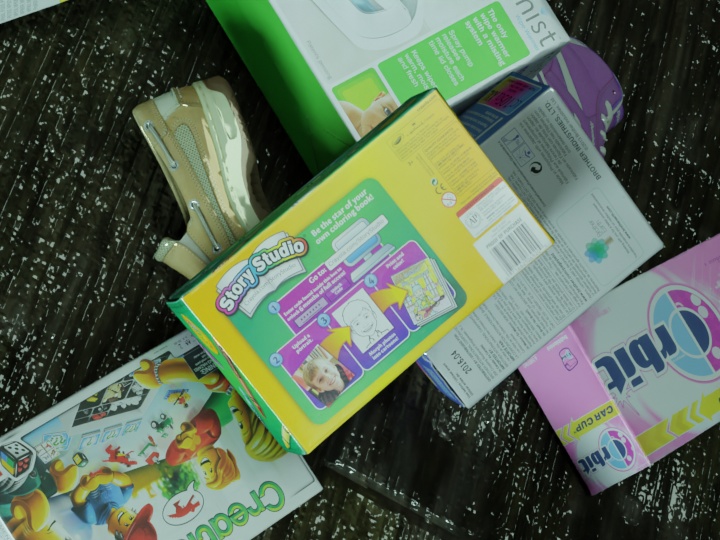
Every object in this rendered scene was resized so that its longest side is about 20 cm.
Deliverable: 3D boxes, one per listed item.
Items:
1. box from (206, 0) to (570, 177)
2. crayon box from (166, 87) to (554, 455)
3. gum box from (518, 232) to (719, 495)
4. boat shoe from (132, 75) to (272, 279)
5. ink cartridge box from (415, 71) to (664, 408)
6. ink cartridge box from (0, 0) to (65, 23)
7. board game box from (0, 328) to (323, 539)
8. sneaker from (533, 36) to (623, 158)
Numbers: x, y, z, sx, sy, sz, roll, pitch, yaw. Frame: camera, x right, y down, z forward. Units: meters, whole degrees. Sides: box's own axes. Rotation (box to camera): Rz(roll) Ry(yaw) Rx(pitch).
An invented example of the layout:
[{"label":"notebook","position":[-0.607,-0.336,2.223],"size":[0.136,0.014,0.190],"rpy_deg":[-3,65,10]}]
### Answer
[{"label":"box","position":[0.007,-0.182,1.440],"size":[0.176,0.097,0.200],"rpy_deg":[-29,85,-22]},{"label":"crayon box","position":[0.000,0.000,1.284],"size":[0.200,0.058,0.119],"rpy_deg":[-40,97,-10]},{"label":"gum box","position":[0.211,0.059,1.504],"size":[0.200,0.066,0.114],"rpy_deg":[-25,82,-41]},{"label":"boat shoe","position":[-0.090,-0.016,1.342],"size":[0.076,0.072,0.200],"rpy_deg":[-17,79,-11]},{"label":"ink cartridge box","position":[0.070,-0.010,1.380],"size":[0.200,0.076,0.137],"rpy_deg":[-40,108,-7]},{"label":"ink cartridge box","position":[-0.188,-0.245,1.319],"size":[0.200,0.083,0.145],"rpy_deg":[-22,78,-14]},{"label":"board game box","position":[-0.127,0.123,1.255],"size":[0.200,0.035,0.126],"rpy_deg":[-31,87,-41]},{"label":"sneaker","position":[0.159,-0.084,1.541],"size":[0.114,0.073,0.201],"rpy_deg":[-4,69,-40]}]
